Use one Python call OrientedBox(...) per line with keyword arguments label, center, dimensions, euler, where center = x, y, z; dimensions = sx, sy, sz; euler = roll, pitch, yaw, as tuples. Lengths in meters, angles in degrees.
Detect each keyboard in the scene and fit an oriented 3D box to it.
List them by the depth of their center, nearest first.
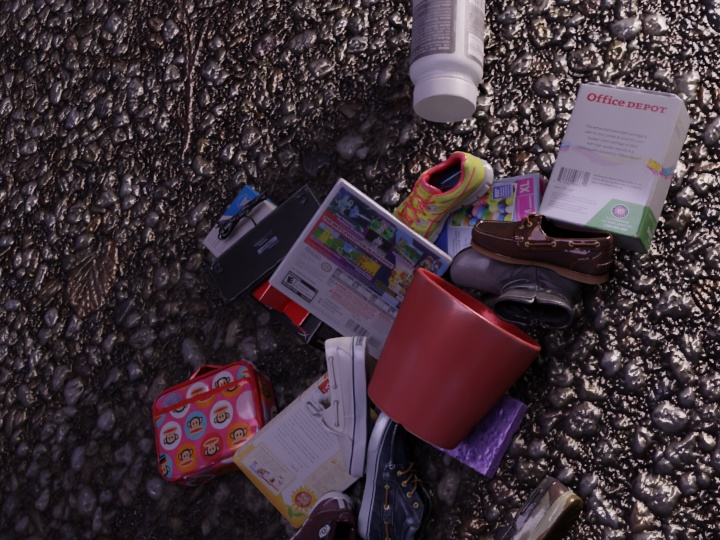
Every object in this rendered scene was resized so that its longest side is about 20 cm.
OrientedBox(label="keyboard", center=(-0.144, -0.054, 1.457), dimensions=(0.199, 0.021, 0.128), euler=(-38, 65, 9))

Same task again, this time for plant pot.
OrientedBox(label="plant pot", center=(0.112, 0.123, 1.309), dimensions=(0.200, 0.200, 0.178), euler=(35, 97, 32))

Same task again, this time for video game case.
OrientedBox(label="video game case", center=(0.000, 0.000, 1.415), dimensions=(0.199, 0.023, 0.183), euler=(35, 100, -7))

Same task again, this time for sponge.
OrientedBox(label="sponge", center=(0.124, 0.195, 1.396), dimensions=(0.199, 0.030, 0.112), euler=(25, 86, 33))

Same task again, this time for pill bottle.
OrientedBox(label="pill bottle", center=(0.132, -0.337, 1.513), dimensions=(0.113, 0.114, 0.202), euler=(-4, 72, 27))

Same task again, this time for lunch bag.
OrientedBox(label="lunch bag", center=(-0.225, 0.228, 1.546), dimensions=(0.198, 0.082, 0.178), euler=(-23, 61, 18))

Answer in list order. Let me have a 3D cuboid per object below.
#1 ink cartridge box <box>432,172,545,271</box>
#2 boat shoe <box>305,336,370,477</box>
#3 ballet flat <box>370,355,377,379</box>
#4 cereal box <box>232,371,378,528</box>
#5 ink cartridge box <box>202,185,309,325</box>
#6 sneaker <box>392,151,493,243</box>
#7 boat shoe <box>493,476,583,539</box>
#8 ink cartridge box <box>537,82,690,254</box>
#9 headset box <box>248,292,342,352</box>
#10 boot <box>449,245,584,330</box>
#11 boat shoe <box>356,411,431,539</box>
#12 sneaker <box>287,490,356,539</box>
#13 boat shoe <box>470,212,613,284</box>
OrientedBox(label="ink cartridge box", center=(0.172, -0.066, 1.449), dimensions=(0.198, 0.042, 0.121), euler=(-9, 70, 27))
OrientedBox(label="boat shoe", center=(-0.031, 0.186, 1.349), dimensions=(0.085, 0.075, 0.204), euler=(1, 111, 7))
OrientedBox(label="ballet flat", center=(-0.034, 0.168, 1.463), dimensions=(0.200, 0.072, 0.068), euler=(-50, 55, 5))
OrientedBox(label="cereal box", center=(-0.065, 0.256, 1.429), dimensions=(0.200, 0.040, 0.144), euler=(-40, 97, 10))
OrientedBox(label="ink cartridge box", center=(-0.133, -0.023, 1.492), dimensions=(0.200, 0.067, 0.117), euler=(41, 96, 34))
OrientedBox(label="sneaker", center=(0.094, -0.101, 1.426), dimensions=(0.200, 0.090, 0.078), euler=(-44, 60, 10))
OrientedBox(label="boat shoe", center=(0.205, 0.355, 1.284), dimensions=(0.200, 0.073, 0.065), euler=(-48, 48, 2))
OrientedBox(label="ink cartridge box", center=(0.346, -0.141, 1.352), dimensions=(0.144, 0.087, 0.202), euler=(15, 83, 30))
OrientedBox(label="headset box", center=(-0.056, 0.001, 1.526), dimensions=(0.148, 0.075, 0.201), euler=(36, 93, 33))
OrientedBox(label="boot", center=(0.198, 0.021, 1.340), dimensions=(0.198, 0.132, 0.071), euler=(3, 116, 26))
OrientedBox(label="boat shoe", center=(0.057, 0.287, 1.361), dimensions=(0.090, 0.071, 0.203), euler=(14, 106, 24))
OrientedBox(label="sneaker", center=(-0.069, 0.408, 1.372), dimensions=(0.201, 0.075, 0.115), euler=(-60, 15, 2))
OrientedBox(label="boat shoe", center=(0.243, -0.043, 1.330), dimensions=(0.198, 0.070, 0.071), euler=(14, 125, 23))
